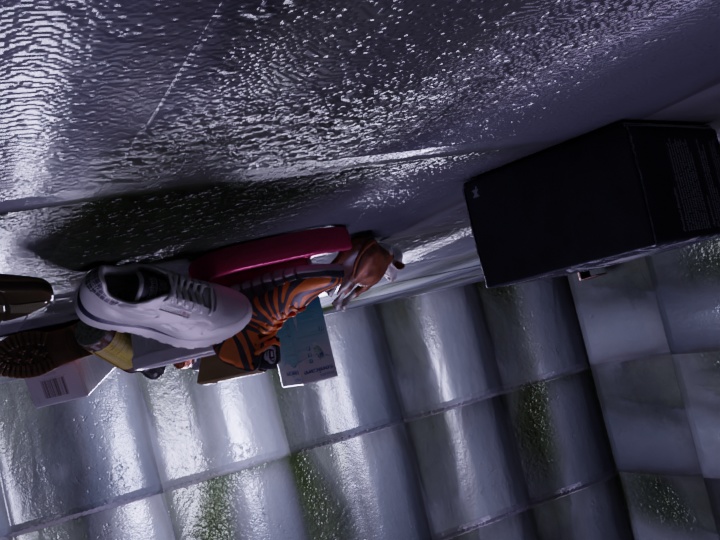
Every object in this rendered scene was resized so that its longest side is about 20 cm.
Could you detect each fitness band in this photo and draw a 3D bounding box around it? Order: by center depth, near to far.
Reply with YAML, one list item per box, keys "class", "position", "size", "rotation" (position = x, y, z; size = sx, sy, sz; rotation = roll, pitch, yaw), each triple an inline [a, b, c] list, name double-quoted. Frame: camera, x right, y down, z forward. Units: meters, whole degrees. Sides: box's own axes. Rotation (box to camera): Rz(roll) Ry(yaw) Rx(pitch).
- class: "fitness band"
  position: [-0.109, -0.013, 1.030]
  size: [0.200, 0.037, 0.144]
  rotation: [-14, 175, -10]

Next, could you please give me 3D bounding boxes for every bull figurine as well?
- class: "bull figurine"
  position: [0.000, 0.000, 1.207]
  size: [0.121, 0.065, 0.200]
  rotation: [-46, 165, 2]

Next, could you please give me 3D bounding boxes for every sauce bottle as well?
- class: "sauce bottle"
  position: [-0.380, 0.127, 1.368]
  size: [0.065, 0.065, 0.200]
  rotation: [-14, 153, 10]

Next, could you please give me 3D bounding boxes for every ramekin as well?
- class: "ramekin"
  position: [-0.265, 0.084, 1.327]
  size: [0.200, 0.105, 0.200]
  rotation: [-13, 175, -1]

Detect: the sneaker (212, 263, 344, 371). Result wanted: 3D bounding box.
- class: "sneaker"
  position: [-0.099, 0.061, 1.038]
  size: [0.200, 0.112, 0.078]
  rotation: [-18, 172, 26]

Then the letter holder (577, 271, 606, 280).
- class: "letter holder"
  position: [0.988, -0.026, 3.538]
  size: [0.142, 0.101, 0.200]
  rotation: [-18, 174, 26]

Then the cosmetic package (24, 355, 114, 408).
- class: "cosmetic package"
  position: [-0.513, 0.171, 1.535]
  size: [0.101, 0.071, 0.200]
  rotation: [-14, -168, 6]

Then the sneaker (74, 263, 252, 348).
- class: "sneaker"
  position: [-0.206, 0.034, 0.931]
  size: [0.200, 0.076, 0.081]
  rotation: [6, 148, -31]

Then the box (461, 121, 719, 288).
- class: "box"
  position: [0.252, -0.067, 0.892]
  size: [0.197, 0.124, 0.200]
  rotation: [-6, 172, -44]

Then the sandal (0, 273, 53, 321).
- class: "sandal"
  position: [-0.307, 0.000, 0.577]
  size: [0.200, 0.055, 0.082]
  rotation: [9, 156, -38]

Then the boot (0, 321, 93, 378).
- class: "boot"
  position: [-0.509, 0.130, 1.407]
  size: [0.200, 0.075, 0.107]
  rotation: [-13, 180, -18]

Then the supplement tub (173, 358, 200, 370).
- class: "supplement tub"
  position: [-0.311, 0.148, 1.839]
  size: [0.200, 0.123, 0.123]
  rotation: [-9, 174, -38]

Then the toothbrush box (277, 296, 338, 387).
- class: "toothbrush box"
  position: [-0.132, 0.144, 1.821]
  size: [0.085, 0.200, 0.146]
  rotation: [-11, 174, -24]

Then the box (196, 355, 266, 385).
- class: "box"
  position: [-0.211, 0.107, 1.458]
  size: [0.021, 0.164, 0.200]
  rotation: [22, 155, -34]
